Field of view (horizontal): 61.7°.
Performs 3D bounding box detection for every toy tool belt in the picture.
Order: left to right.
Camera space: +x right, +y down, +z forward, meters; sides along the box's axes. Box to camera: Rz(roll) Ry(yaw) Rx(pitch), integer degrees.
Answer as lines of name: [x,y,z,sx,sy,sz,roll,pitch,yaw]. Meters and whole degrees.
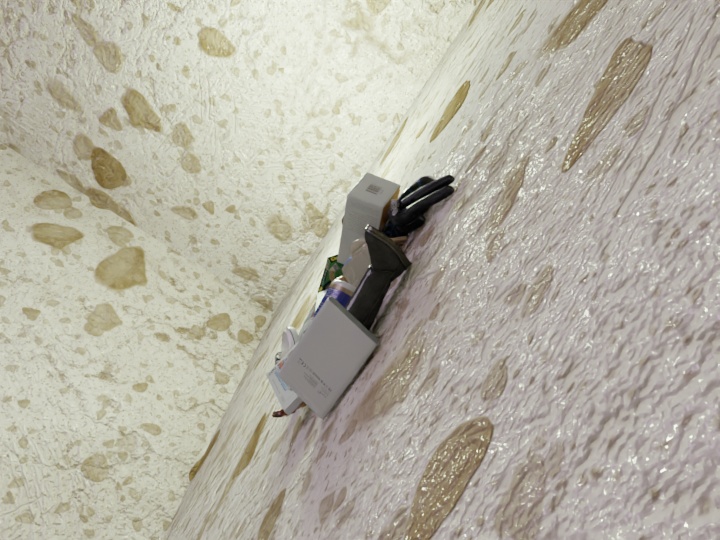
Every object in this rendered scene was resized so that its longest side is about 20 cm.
toy tool belt: [0.025,-0.012,1.403,0.122,0.126,0.200,-25,-13,-41]

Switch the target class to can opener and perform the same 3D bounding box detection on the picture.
can opener: [0.132,-0.152,1.316,0.199,0.077,0.065,-36,49,45]

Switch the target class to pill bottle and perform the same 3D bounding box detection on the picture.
pill bottle: [-0.057,0.133,1.298,0.203,0.114,0.116,-61,9,-12]

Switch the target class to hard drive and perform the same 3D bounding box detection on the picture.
hard drive: [-0.065,0.171,1.172,0.202,0.131,0.027,-55,-16,21]

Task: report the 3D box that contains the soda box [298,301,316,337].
soda box: [-0.134,0.177,1.736,0.064,0.068,0.202,-42,20,58]

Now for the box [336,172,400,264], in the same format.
box: [0.019,-0.115,1.492,0.125,0.096,0.203,-54,-19,-48]

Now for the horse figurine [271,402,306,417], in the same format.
horse figurine: [-0.133,0.275,1.443,0.132,0.050,0.201,-36,17,47]

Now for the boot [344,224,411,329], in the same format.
boot: [0.009,0.031,1.191,0.201,0.182,0.072,-50,49,-3]

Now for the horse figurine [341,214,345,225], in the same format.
horse figurine: [0.008,-0.136,1.657,0.133,0.050,0.198,-48,-31,22]

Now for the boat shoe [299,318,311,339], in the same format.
boat shoe: [-0.107,0.149,1.671,0.203,0.074,0.065,-55,4,-20]

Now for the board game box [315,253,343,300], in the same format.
board game box: [-0.062,0.017,1.684,0.103,0.024,0.201,-17,-30,-27]

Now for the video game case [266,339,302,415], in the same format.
video game case: [-0.135,0.226,1.424,0.182,0.024,0.200,-46,24,-4]

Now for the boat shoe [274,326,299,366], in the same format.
boat shoe: [-0.198,0.243,1.606,0.072,0.064,0.204,-43,47,51]

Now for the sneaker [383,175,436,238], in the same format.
sneaker: [0.114,-0.156,1.419,0.200,0.075,0.078,-50,16,41]

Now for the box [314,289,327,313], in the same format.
box: [-0.062,0.083,1.566,0.108,0.035,0.200,-20,14,2]
